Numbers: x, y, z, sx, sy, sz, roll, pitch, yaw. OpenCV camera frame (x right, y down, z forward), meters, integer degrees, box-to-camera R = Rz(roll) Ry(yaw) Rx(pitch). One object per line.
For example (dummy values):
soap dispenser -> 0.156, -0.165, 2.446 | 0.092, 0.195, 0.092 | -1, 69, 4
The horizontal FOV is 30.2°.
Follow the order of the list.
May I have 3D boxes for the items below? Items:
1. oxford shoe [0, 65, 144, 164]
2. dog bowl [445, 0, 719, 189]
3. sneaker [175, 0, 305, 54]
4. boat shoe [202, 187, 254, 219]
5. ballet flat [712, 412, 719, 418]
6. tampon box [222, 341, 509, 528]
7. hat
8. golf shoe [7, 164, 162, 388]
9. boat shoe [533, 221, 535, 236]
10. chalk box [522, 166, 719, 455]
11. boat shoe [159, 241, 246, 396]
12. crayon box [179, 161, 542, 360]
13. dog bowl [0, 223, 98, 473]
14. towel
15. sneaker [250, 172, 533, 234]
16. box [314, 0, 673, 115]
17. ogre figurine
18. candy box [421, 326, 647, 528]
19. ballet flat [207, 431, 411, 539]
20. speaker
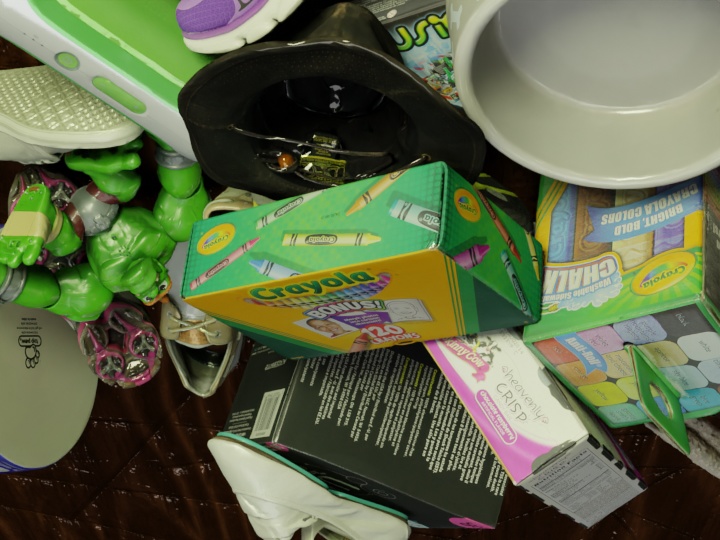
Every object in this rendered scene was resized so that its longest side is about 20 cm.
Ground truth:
oxford shoe -> -0.227, -0.102, 0.929 | 0.199, 0.075, 0.058 | 3, 134, 26
dog bowl -> 0.141, -0.122, 0.734 | 0.199, 0.059, 0.201 | 9, 144, 6
sneaker -> -0.045, -0.200, 0.750 | 0.083, 0.081, 0.200 | 41, 129, -15
boat shoe -> -0.022, 0.000, 0.968 | 0.199, 0.063, 0.074 | 24, 108, 7
ballet flat -> 0.264, 0.077, 1.032 | 0.199, 0.066, 0.070 | 27, 142, -20
tampon box -> 0.011, 0.121, 1.091 | 0.199, 0.127, 0.150 | 25, 162, -17
hat -> -0.011, -0.103, 0.789 | 0.199, 0.081, 0.201 | 9, 156, 4
golf shoe -> -0.228, -0.001, 1.072 | 0.072, 0.092, 0.201 | -26, 118, -7
boat shoe -> 0.068, 0.015, 1.007 | 0.198, 0.066, 0.075 | -6, 142, 25
chalk box -> 0.188, 0.019, 0.854 | 0.123, 0.201, 0.124 | -15, 137, 34
boat shoe -> -0.127, 0.032, 1.093 | 0.074, 0.069, 0.200 | 6, 145, 9
crayon box -> 0.000, 0.000, 0.842 | 0.199, 0.059, 0.119 | -11, 151, 35
dog bowl -> -0.296, 0.063, 1.077 | 0.078, 0.201, 0.200 | -6, 142, 21
towel -> 0.235, 0.113, 1.029 | 0.200, 0.035, 0.132 | 34, -176, -46
sneaker -> 0.020, -0.043, 0.914 | 0.199, 0.075, 0.077 | 16, 106, 11
box -> 0.078, -0.137, 0.814 | 0.199, 0.035, 0.110 | -12, 138, 32
ogre figurine -> -0.182, -0.033, 0.966 | 0.098, 0.200, 0.120 | 30, 169, 38
candy box -> 0.123, 0.097, 0.936 | 0.061, 0.137, 0.200 | -36, 151, 7
ballet flat -> -0.041, 0.189, 1.028 | 0.200, 0.070, 0.069 | 32, 142, -33
speaker -> -0.149, -0.147, 0.830 | 0.200, 0.089, 0.088 | 33, 141, -27
